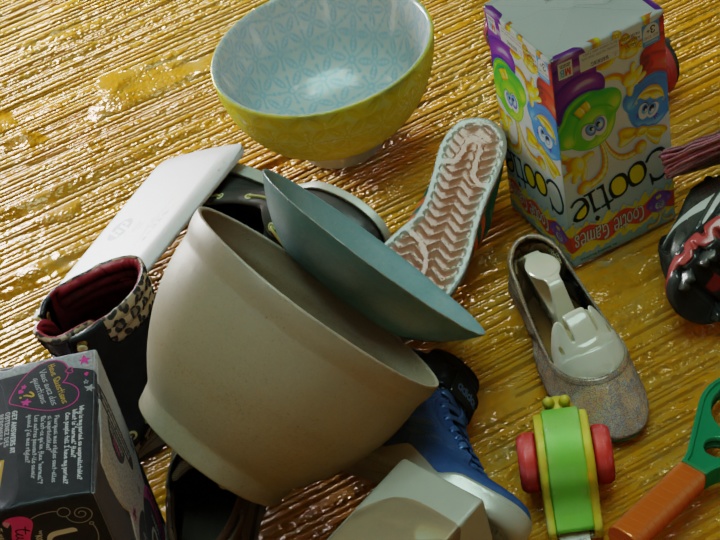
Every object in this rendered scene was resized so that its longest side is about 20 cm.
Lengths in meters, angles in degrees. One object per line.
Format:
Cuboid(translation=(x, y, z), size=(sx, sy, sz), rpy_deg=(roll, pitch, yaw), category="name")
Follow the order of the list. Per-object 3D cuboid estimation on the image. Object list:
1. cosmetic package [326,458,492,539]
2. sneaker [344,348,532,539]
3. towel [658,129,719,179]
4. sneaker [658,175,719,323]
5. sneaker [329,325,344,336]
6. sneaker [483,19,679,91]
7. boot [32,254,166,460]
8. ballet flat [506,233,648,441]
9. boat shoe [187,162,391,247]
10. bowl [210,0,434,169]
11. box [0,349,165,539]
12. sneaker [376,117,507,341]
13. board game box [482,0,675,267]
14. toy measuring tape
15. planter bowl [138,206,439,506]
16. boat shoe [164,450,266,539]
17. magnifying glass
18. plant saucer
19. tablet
Cuboid(translation=(0.000, 0.229, 1.065), size=(0.071, 0.106, 0.200), rpy_deg=(23, 55, 35), category="cosmetic package")
Cuboid(translation=(0.061, 0.114, 1.193), size=(0.199, 0.077, 0.111), rpy_deg=(22, 61, 42), category="sneaker")
Cuboid(translation=(0.333, -0.120, 1.297), size=(0.144, 0.023, 0.199), rpy_deg=(-27, -7, 40), category="towel")
Cuboid(translation=(0.301, -0.052, 1.266), size=(0.200, 0.071, 0.098), rpy_deg=(-43, 25, 11), category="sneaker")
Cuboid(translation=(-0.043, 0.027, 1.310), size=(0.089, 0.067, 0.201), rpy_deg=(-27, 33, 1), category="sneaker")
Cuboid(translation=(0.179, -0.188, 1.499), size=(0.200, 0.071, 0.098), rpy_deg=(25, 52, 34), category="sneaker")
Cuboid(translation=(-0.207, 0.095, 1.235), size=(0.200, 0.151, 0.073), rpy_deg=(-38, 46, -25), category="boot")
Cuboid(translation=(0.154, 0.043, 1.254), size=(0.068, 0.068, 0.200), rpy_deg=(-21, 42, -8), category="ballet flat")
Cuboid(translation=(-0.062, -0.037, 1.405), size=(0.200, 0.072, 0.061), rpy_deg=(16, 49, 40), category="boat shoe")
Cuboid(translation=(-0.024, -0.156, 1.495), size=(0.198, 0.108, 0.201), rpy_deg=(-8, 41, 7), category="bowl")
Cuboid(translation=(-0.198, 0.172, 1.109), size=(0.114, 0.201, 0.133), rpy_deg=(-11, 41, 2), category="box")
Cuboid(translation=(0.066, -0.022, 1.360), size=(0.071, 0.080, 0.201), rpy_deg=(24, 71, 14), category="sneaker")
Cuboid(translation=(0.176, -0.123, 1.330), size=(0.104, 0.201, 0.103), rpy_deg=(-25, 42, -14), category="board game box")
Cuboid(translation=(0.142, 0.154, 1.132), size=(0.073, 0.074, 0.201), rpy_deg=(-9, 41, 6), category="toy measuring tape")
Cuboid(translation=(-0.065, 0.070, 1.131), size=(0.135, 0.200, 0.200), rpy_deg=(-54, 46, 5), category="planter bowl")
Cuboid(translation=(-0.104, 0.151, 1.203), size=(0.075, 0.072, 0.201), rpy_deg=(-11, 41, 3), category="boat shoe")
Cuboid(translation=(0.239, 0.130, 1.150), size=(0.079, 0.023, 0.199), rpy_deg=(29, 47, 34), category="magnifying glass")
Cuboid(translation=(0.000, 0.000, 1.217), size=(0.039, 0.201, 0.201), rpy_deg=(-53, 46, 6), category="plant saucer")
Cuboid(translation=(-0.189, -0.033, 1.429), size=(0.130, 0.014, 0.200), rpy_deg=(-8, 38, 48), category="tablet")
